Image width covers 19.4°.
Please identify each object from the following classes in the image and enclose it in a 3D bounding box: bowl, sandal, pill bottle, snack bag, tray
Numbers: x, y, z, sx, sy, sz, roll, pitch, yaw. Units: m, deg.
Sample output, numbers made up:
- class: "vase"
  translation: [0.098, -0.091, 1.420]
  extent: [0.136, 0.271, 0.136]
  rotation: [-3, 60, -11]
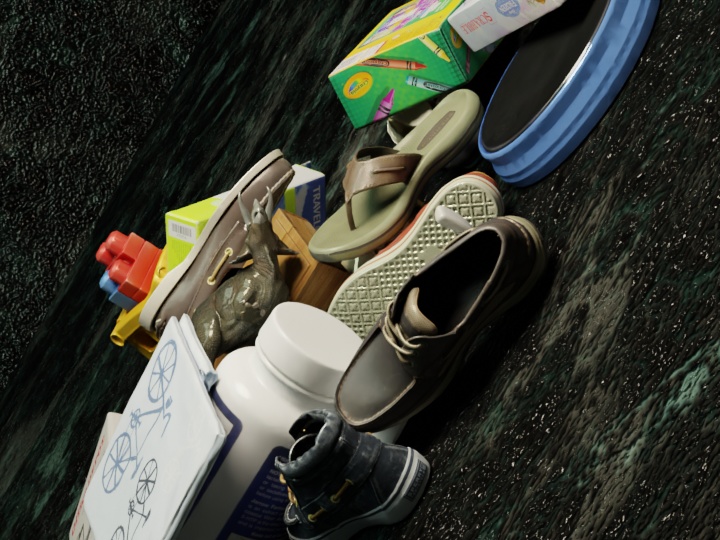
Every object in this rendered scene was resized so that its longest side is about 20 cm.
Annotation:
- class: "bowl"
  translation: [0.162, -0.161, 1.682]
  extent: [0.201, 0.039, 0.201]
  rotation: [-53, 14, 19]
- class: "sandal"
  translation: [0.021, -0.084, 1.738]
  extent: [0.201, 0.057, 0.080]
  rotation: [-51, 30, -19]
- class: "pill bottle"
  translation: [-0.076, 0.130, 1.669]
  extent: [0.200, 0.120, 0.120]
  rotation: [-58, 13, 22]
- class: "snack bag"
  translation: [-0.159, 0.154, 1.651]
  extent: [0.189, 0.021, 0.200]
  rotation: [-62, 26, 16]
- class: "tray"
  translation: [-0.092, 0.056, 1.796]
  extent: [0.200, 0.037, 0.099]
  rotation: [-59, 34, 15]

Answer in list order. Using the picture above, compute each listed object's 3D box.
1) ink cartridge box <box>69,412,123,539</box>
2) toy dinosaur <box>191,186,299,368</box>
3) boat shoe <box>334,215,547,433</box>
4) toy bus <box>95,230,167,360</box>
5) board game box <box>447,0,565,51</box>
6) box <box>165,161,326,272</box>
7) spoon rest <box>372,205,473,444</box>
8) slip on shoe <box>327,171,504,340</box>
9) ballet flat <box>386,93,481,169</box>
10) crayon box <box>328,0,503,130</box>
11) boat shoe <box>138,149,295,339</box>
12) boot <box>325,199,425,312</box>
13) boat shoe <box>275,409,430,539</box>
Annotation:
- class: "ink cartridge box"
  translation: [-0.195, 0.240, 1.820]
  extent: [0.200, 0.084, 0.146]
  rotation: [-105, 32, -59]
- class: "toy dinosaur"
  translation: [-0.102, 0.040, 1.740]
  extent: [0.200, 0.077, 0.102]
  rotation: [-56, 27, 25]
- class: "boat shoe"
  translation: [0.045, 0.034, 1.510]
  extent: [0.200, 0.074, 0.073]
  rotation: [-50, -27, 11]
- class: "toy bus"
  translation: [-0.173, 0.020, 2.138]
  extent: [0.200, 0.192, 0.136]
  rotation: [-36, 24, 53]
- class: "board game box"
  translation: [0.181, -0.277, 1.746]
  extent: [0.200, 0.041, 0.200]
  rotation: [-45, 8, -16]
- class: "box"
  translation: [-0.098, -0.021, 1.994]
  extent: [0.200, 0.048, 0.122]
  rotation: [-23, -58, -45]
- class: "spoon rest"
  translation: [0.049, 0.054, 1.592]
  extent: [0.099, 0.061, 0.200]
  rotation: [-94, 24, -78]
- class: "slip on shoe"
  translation: [0.047, -0.003, 1.691]
  extent: [0.200, 0.074, 0.061]
  rotation: [-49, 0, 24]
- class: "ballet flat"
  translation: [0.063, -0.133, 1.906]
  extent: [0.073, 0.073, 0.200]
  rotation: [-58, 13, 0]
- class: "crayon box"
  translation: [0.062, -0.206, 1.913]
  extent: [0.119, 0.058, 0.200]
  rotation: [-21, 16, 27]
- class: "boat shoe"
  translation: [-0.114, -0.014, 1.848]
  extent: [0.200, 0.060, 0.072]
  rotation: [-53, -12, 8]
- class: "boot"
  translation: [0.000, 0.000, 1.822]
  extent: [0.155, 0.073, 0.200]
  rotation: [-55, 23, 9]
- class: "boat shoe"
  translation: [-0.029, 0.151, 1.555]
  extent: [0.200, 0.091, 0.071]
  rotation: [-34, 27, 60]
